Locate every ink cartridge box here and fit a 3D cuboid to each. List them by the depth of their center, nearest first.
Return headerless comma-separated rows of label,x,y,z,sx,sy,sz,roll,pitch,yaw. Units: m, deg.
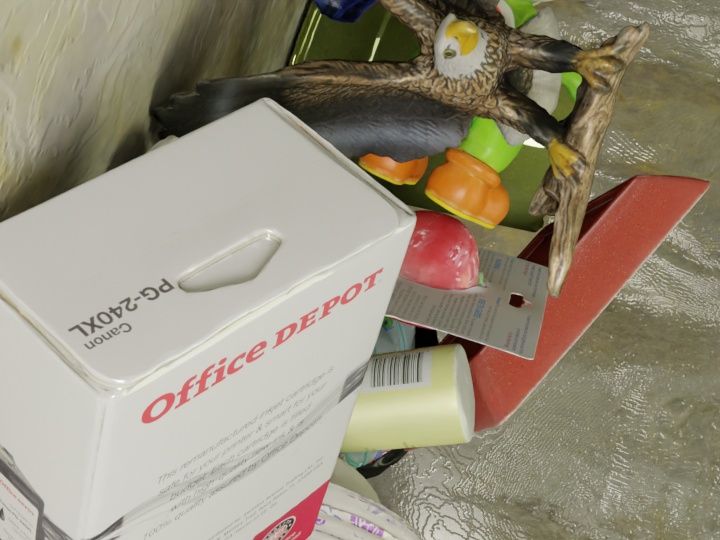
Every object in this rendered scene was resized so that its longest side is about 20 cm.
ink cartridge box,-0.074,0.052,0.612,0.145,0.083,0.201,-31,151,-37

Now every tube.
tube,-0.041,0.074,0.857,0.058,0.198,0.052,61,25,-61

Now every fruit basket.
fruit basket,0.000,0.000,0.868,0.185,0.198,0.094,-57,168,-74

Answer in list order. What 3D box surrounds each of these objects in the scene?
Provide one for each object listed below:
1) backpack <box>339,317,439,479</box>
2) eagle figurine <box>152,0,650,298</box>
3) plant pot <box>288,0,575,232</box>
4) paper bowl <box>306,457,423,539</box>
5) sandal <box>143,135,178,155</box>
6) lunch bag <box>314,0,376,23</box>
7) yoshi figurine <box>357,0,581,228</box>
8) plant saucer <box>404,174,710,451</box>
backpack,-0.028,0.046,1.094,0.201,0.166,0.127,96,19,-50
eagle figurine,0.024,-0.102,0.749,0.151,0.198,0.153,106,2,-54
plant pot,0.056,-0.116,1.108,0.200,0.188,0.202,20,90,-85
paper bowl,-0.062,0.155,0.826,0.201,0.199,0.105,105,-8,-56
sandal,-0.099,0.041,0.736,0.079,0.059,0.208,-55,165,-75
lunch bag,0.020,-0.235,0.910,0.200,0.093,0.152,137,-28,-72
yoshi figurine,0.080,-0.131,0.876,0.201,0.112,0.112,-66,-159,10
plant saucer,0.106,0.022,1.021,0.200,0.037,0.200,-46,-177,-18
